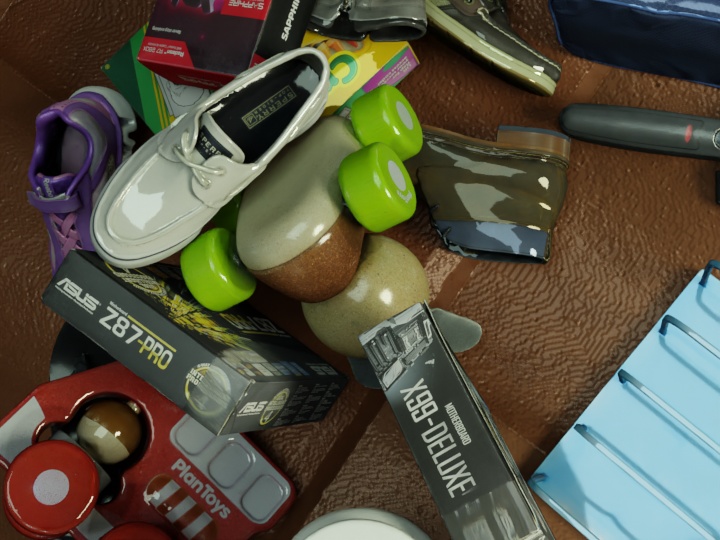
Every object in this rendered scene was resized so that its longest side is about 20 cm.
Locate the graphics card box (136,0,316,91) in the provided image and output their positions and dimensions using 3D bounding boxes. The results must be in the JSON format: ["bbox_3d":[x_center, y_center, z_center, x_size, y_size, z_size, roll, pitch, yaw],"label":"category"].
[{"bbox_3d":[-0.085,-0.235,0.807,0.125,0.051,0.201,17,87,37],"label":"graphics card box"}]

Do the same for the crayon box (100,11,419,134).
[{"bbox_3d":[-0.083,-0.167,0.871,0.200,0.058,0.173,-43,74,5],"label":"crayon box"}]

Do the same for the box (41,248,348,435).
[{"bbox_3d":[-0.111,0.052,0.770,0.161,0.200,0.049,36,96,18],"label":"box"}]

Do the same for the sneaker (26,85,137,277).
[{"bbox_3d":[-0.232,-0.050,0.866,0.080,0.088,0.201,2,96,12],"label":"sneaker"}]

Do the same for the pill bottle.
[{"bbox_3d":[0.002,0.207,0.662,0.113,0.200,0.115,0,75,2],"label":"pill bottle"}]

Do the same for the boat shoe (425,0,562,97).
[{"bbox_3d":[0.079,-0.208,0.828,0.200,0.073,0.065,38,97,17],"label":"boat shoe"}]

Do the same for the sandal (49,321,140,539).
[{"bbox_3d":[-0.217,0.134,0.855,0.076,0.043,0.201,2,88,1],"label":"sandal"}]

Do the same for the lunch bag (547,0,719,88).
[{"bbox_3d":[0.244,-0.216,0.752,0.199,0.136,0.133,16,86,15],"label":"lunch bag"}]

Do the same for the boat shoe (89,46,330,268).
[{"bbox_3d":[-0.097,-0.078,0.708,0.200,0.066,0.072,-37,90,-12],"label":"boat shoe"}]

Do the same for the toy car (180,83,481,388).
[{"bbox_3d":[0.000,0.000,0.777,0.164,0.158,0.200,-25,120,24],"label":"toy car"}]

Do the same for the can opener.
[{"bbox_3d":[0.242,-0.093,0.772,0.199,0.063,0.079,16,86,16],"label":"can opener"}]

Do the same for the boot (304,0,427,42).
[{"bbox_3d":[0.052,-0.232,0.782,0.199,0.070,0.132,-1,75,35],"label":"boot"}]

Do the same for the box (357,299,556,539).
[{"bbox_3d":[0.075,0.130,0.690,0.050,0.200,0.158,-28,59,3],"label":"box"}]

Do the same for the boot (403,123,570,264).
[{"bbox_3d":[0.058,-0.056,0.809,0.199,0.075,0.098,1,79,13],"label":"boot"}]

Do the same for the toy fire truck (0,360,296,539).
[{"bbox_3d":[-0.168,0.156,0.800,0.200,0.112,0.168,46,66,-1],"label":"toy fire truck"}]

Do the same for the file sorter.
[{"bbox_3d":[0.226,0.111,0.714,0.139,0.123,0.200,40,92,16],"label":"file sorter"}]
